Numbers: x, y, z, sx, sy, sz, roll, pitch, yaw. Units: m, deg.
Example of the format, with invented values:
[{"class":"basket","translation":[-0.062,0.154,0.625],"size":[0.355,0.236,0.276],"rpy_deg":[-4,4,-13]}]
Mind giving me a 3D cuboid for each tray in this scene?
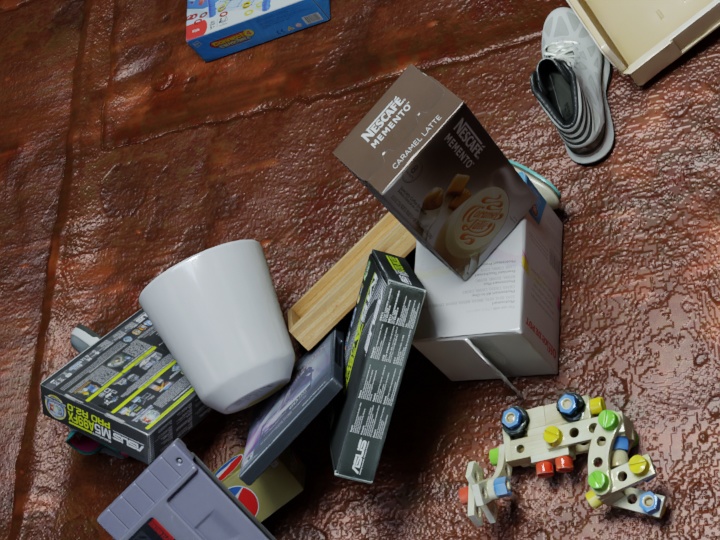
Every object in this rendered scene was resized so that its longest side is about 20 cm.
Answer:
[{"class":"tray","translation":[0.000,0.000,1.439],"size":[0.200,0.037,0.099],"rpy_deg":[-45,11,5]}]

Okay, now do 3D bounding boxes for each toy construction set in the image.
[{"class":"toy construction set","translation":[0.194,0.191,1.247],"size":[0.197,0.092,0.133],"rpy_deg":[-10,63,12]}]

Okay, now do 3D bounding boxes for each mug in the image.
[{"class":"mug","translation":[-0.131,0.065,1.398],"size":[0.149,0.185,0.155],"rpy_deg":[-43,70,50]}]

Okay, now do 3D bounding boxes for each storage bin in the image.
[{"class":"storage bin","translation":[0.321,-0.343,1.391],"size":[0.199,0.093,0.200],"rpy_deg":[-37,58,19]}]

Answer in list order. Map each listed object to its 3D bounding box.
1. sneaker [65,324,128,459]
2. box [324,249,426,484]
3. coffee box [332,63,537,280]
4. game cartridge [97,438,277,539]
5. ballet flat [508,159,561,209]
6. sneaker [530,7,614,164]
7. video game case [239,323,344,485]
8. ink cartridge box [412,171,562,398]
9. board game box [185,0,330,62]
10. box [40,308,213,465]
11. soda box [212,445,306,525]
[{"class":"sneaker","translation":[-0.320,0.161,1.551],"size":[0.121,0.084,0.199],"rpy_deg":[-47,55,-10]},{"class":"box","translation":[0.011,0.092,1.307],"size":[0.047,0.193,0.203],"rpy_deg":[15,99,-5]},{"class":"coffee box","translation":[0.076,-0.089,1.211],"size":[0.115,0.200,0.080],"rpy_deg":[-48,54,0]},{"class":"game cartridge","translation":[-0.172,0.295,1.355],"size":[0.130,0.038,0.200],"rpy_deg":[-44,94,4]},{"class":"ballet flat","translation":[0.143,-0.102,1.423],"size":[0.070,0.069,0.200],"rpy_deg":[-50,45,0]},{"class":"sneaker","translation":[0.230,-0.229,1.402],"size":[0.075,0.115,0.203],"rpy_deg":[-18,60,20]},{"class":"video game case","translation":[-0.070,0.137,1.356],"size":[0.143,0.019,0.200],"rpy_deg":[-47,10,10]},{"class":"ink cartridge box","translation":[0.133,0.022,1.329],"size":[0.123,0.128,0.203],"rpy_deg":[-6,64,26]},{"class":"board game box","translation":[-0.140,-0.406,1.728],"size":[0.197,0.056,0.199],"rpy_deg":[-14,62,23]},{"class":"box","translation":[-0.242,0.125,1.455],"size":[0.158,0.045,0.200],"rpy_deg":[20,36,23]},{"class":"soda box","translation":[-0.155,0.264,1.402],"size":[0.199,0.064,0.068],"rpy_deg":[-39,11,8]}]
